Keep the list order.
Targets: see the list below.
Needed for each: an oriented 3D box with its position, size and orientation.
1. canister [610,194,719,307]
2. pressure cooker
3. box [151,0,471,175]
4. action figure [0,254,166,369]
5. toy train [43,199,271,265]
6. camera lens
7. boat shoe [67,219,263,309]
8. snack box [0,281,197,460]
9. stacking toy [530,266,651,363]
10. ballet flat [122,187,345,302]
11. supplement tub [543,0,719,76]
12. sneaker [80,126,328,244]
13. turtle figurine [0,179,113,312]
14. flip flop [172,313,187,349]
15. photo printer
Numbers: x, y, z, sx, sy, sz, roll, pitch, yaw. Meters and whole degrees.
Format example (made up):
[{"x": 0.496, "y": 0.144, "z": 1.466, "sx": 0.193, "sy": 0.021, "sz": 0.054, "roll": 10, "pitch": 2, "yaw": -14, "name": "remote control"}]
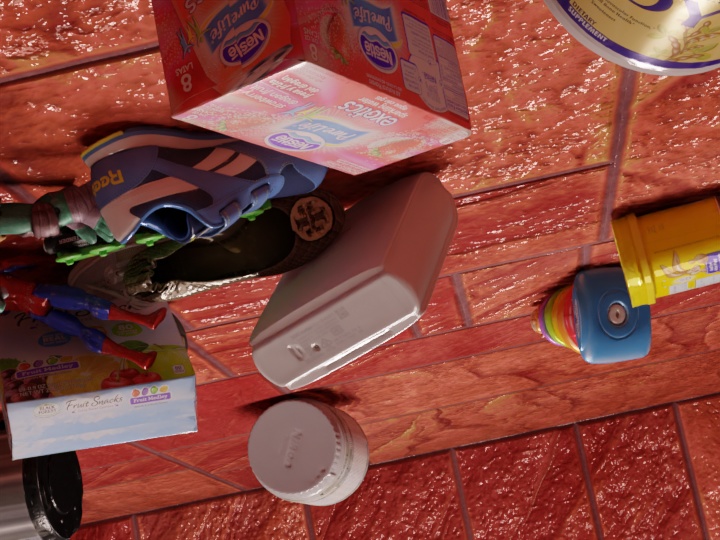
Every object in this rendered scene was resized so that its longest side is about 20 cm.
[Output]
[{"x": 0.380, "y": -0.031, "z": 1.657, "sx": 0.199, "sy": 0.087, "sz": 0.149, "roll": -15, "pitch": 166, "yaw": 9, "name": "canister"}, {"x": -0.498, "y": 0.302, "z": 2.085, "sx": 0.199, "sy": 0.177, "sz": 0.179, "roll": -11, "pitch": -160, "yaw": 11, "name": "pressure cooker"}, {"x": -0.025, "y": -0.130, "z": 0.900, "sx": 0.094, "sy": 0.103, "sz": 0.200, "roll": -19, "pitch": 165, "yaw": 28, "name": "box"}, {"x": -0.266, "y": 0.026, "z": 1.359, "sx": 0.199, "sy": 0.066, "sz": 0.099, "roll": 17, "pitch": -165, "yaw": 5, "name": "action figure"}, {"x": -0.166, "y": -0.042, "z": 1.275, "sx": 0.199, "sy": 0.042, "sz": 0.056, "roll": -13, "pitch": 176, "yaw": 7, "name": "toy train"}, {"x": -0.081, "y": 0.285, "z": 2.401, "sx": 0.159, "sy": 0.161, "sz": 0.200, "roll": -14, "pitch": 166, "yaw": 11, "name": "camera lens"}, {"x": -0.175, "y": -0.001, "z": 1.373, "sx": 0.201, "sy": 0.065, "sz": 0.074, "roll": -17, "pitch": 165, "yaw": 20, "name": "boat shoe"}, {"x": -0.251, "y": 0.081, "z": 1.405, "sx": 0.168, "sy": 0.068, "sz": 0.200, "roll": -8, "pitch": -151, "yaw": -16, "name": "snack box"}, {"x": 0.270, "y": 0.059, "z": 1.946, "sx": 0.109, "sy": 0.117, "sz": 0.200, "roll": -4, "pitch": 178, "yaw": -25, "name": "stacking toy"}, {"x": -0.109, "y": -0.019, "z": 1.298, "sx": 0.199, "sy": 0.068, "sz": 0.046, "roll": -17, "pitch": -179, "yaw": 5, "name": "ballet flat"}, {"x": 0.172, "y": -0.192, "z": 0.717, "sx": 0.145, "sy": 0.146, "sz": 0.200, "roll": -8, "pitch": 166, "yaw": -14, "name": "supplement tub"}, {"x": -0.113, "y": -0.060, "z": 1.155, "sx": 0.199, "sy": 0.083, "sz": 0.074, "roll": -4, "pitch": 162, "yaw": -31, "name": "sneaker"}, {"x": -0.291, "y": -0.017, "z": 1.137, "sx": 0.199, "sy": 0.101, "sz": 0.150, "roll": -20, "pitch": -155, "yaw": -22, "name": "turtle figurine"}, {"x": -0.273, "y": 0.075, "z": 1.596, "sx": 0.199, "sy": 0.082, "sz": 0.057, "roll": -1, "pitch": 180, "yaw": -31, "name": "flip flop"}, {"x": 0.000, "y": 0.000, "z": 1.322, "sx": 0.166, "sy": 0.070, "sz": 0.200, "roll": -30, "pitch": -162, "yaw": 29, "name": "photo printer"}]
